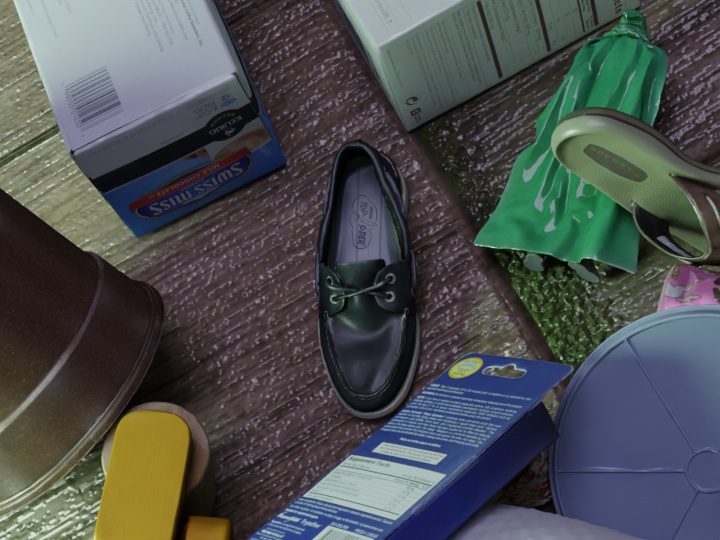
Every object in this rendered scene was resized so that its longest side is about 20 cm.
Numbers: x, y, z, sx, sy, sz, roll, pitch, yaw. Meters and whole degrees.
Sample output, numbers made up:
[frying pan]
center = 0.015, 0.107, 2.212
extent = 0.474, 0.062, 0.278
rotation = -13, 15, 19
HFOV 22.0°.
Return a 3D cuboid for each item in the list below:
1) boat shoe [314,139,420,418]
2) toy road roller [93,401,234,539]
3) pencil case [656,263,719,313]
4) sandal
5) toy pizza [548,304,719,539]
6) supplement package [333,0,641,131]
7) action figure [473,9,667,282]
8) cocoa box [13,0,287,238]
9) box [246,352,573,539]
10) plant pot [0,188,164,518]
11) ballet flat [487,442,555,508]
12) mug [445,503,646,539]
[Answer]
[boat shoe]
center = 0.002, 0.000, 1.273
extent = 0.074, 0.066, 0.201
rotation = -1, 63, 14
[toy road roller]
center = -0.098, 0.194, 1.176
extent = 0.145, 0.123, 0.201
rotation = 5, 65, 1
[pencil case]
center = 0.280, 0.050, 1.165
extent = 0.199, 0.083, 0.087
rotation = 9, 52, 19
[sandal]
center = 0.209, -0.035, 1.198
extent = 0.200, 0.080, 0.058
rotation = 25, 53, -5
[toy pizza]
center = 0.214, 0.120, 1.138
extent = 0.199, 0.032, 0.202
rotation = 1, 94, 18
[supplement package]
center = 0.085, -0.215, 1.332
extent = 0.199, 0.117, 0.117
rotation = -29, 59, -1
[action figure]
center = 0.165, -0.093, 1.284
extent = 0.117, 0.055, 0.201
rotation = 13, 72, 23
[cocoa box]
center = -0.159, -0.154, 1.358
extent = 0.133, 0.131, 0.201
rotation = -26, 60, 1
[box]
center = 0.035, 0.121, 1.110
extent = 0.200, 0.033, 0.121
rotation = -40, 21, -24
[plant pot]
center = -0.266, 0.024, 1.213
extent = 0.200, 0.198, 0.201
rotation = -34, 27, 21
[ballet flat]
center = 0.041, 0.140, 1.193
extent = 0.199, 0.064, 0.076
rotation = -24, 57, 3
[mug]
center = 0.079, 0.237, 1.098
extent = 0.175, 0.147, 0.201
rotation = 12, 93, 35
